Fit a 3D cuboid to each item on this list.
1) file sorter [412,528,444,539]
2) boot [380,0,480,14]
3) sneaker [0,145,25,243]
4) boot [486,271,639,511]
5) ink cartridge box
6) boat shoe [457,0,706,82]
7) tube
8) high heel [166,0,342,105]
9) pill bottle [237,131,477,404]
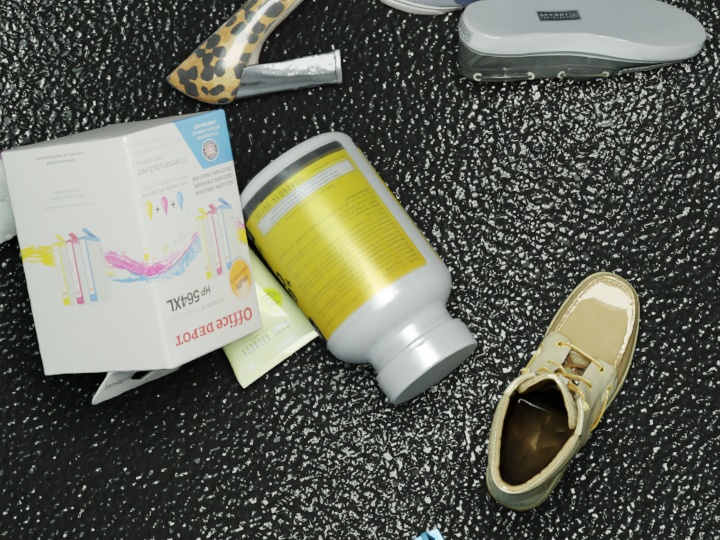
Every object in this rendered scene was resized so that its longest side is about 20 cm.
[{"bbox_3d":[-0.002,0.296,1.430,0.200,0.123,0.139,-28,78,0],"label":"file sorter"},{"bbox_3d":[0.101,-0.252,1.537,0.200,0.090,0.073,-3,79,6],"label":"boot"},{"bbox_3d":[-0.294,-0.051,1.564,0.200,0.075,0.100,1,104,3],"label":"sneaker"},{"bbox_3d":[0.151,0.083,1.436,0.073,0.155,0.200,29,84,11],"label":"boot"},{"bbox_3d":[-0.168,-0.009,1.463,0.125,0.129,0.200,-5,100,33],"label":"ink cartridge box"},{"bbox_3d":[0.173,-0.180,1.533,0.200,0.057,0.069,1,44,-8],"label":"boat shoe"},{"bbox_3d":[-0.117,-0.010,1.539,0.058,0.052,0.200,-40,80,39],"label":"tube"},{"bbox_3d":[-0.097,-0.237,1.563,0.142,0.071,0.200,-8,88,-2],"label":"high heel"},{"bbox_3d":[0.000,0.000,1.490,0.112,0.112,0.200,-35,77,-1],"label":"pill bottle"}]
